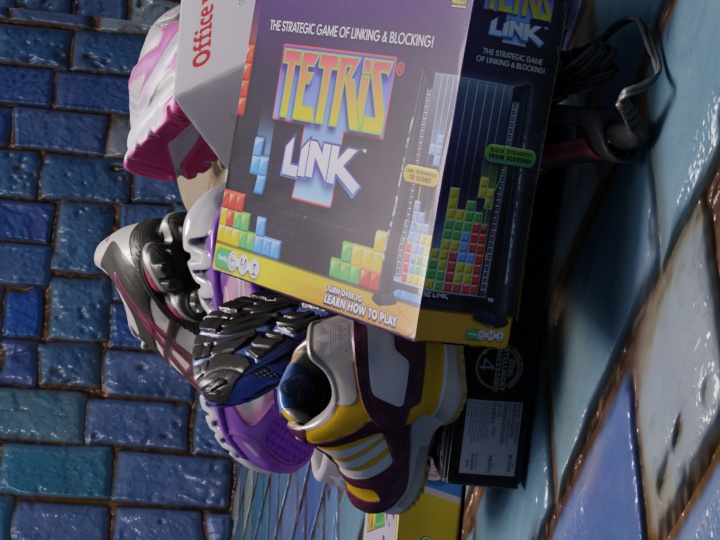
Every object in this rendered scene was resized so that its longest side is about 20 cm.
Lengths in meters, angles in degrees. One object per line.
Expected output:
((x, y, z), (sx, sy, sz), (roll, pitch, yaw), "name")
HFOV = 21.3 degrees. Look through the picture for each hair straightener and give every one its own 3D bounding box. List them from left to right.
((0.081, -0.083, 0.890), (0.200, 0.041, 0.077), (175, 97, -69), "hair straightener")

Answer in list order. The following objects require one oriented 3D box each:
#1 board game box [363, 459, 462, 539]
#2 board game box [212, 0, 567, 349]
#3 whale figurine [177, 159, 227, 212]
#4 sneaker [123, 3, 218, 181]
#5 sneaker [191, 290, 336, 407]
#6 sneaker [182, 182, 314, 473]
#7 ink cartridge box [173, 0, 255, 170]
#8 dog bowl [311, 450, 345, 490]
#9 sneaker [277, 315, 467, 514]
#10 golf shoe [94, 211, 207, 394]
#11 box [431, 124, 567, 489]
((0.032, 0.161, 1.256), (0.153, 0.040, 0.201), (-163, 78, -83), "board game box")
((0.007, -0.063, 0.916), (0.200, 0.056, 0.166), (16, 99, 57), "board game box")
((-0.058, -0.062, 1.347), (0.200, 0.103, 0.160), (56, 147, 40), "whale figurine")
((-0.095, -0.147, 1.256), (0.200, 0.081, 0.089), (-38, 56, 31), "sneaker")
((-0.022, 0.046, 1.090), (0.200, 0.075, 0.079), (-22, -73, -54), "sneaker")
((-0.055, 0.044, 1.242), (0.088, 0.080, 0.201), (9, 116, 41), "sneaker")
((0.000, -0.152, 1.085), (0.086, 0.199, 0.147), (54, -158, -38), "ink cartridge box")
((-0.001, 0.082, 1.528), (0.200, 0.058, 0.201), (-176, 90, -83), "dog bowl")
((-0.003, 0.072, 1.027), (0.200, 0.090, 0.075), (108, 163, -58), "sneaker")
((-0.105, 0.045, 1.320), (0.077, 0.088, 0.200), (-50, -58, -38), "golf shoe")
((0.066, 0.003, 1.070), (0.161, 0.049, 0.201), (-127, 42, -77), "box")
